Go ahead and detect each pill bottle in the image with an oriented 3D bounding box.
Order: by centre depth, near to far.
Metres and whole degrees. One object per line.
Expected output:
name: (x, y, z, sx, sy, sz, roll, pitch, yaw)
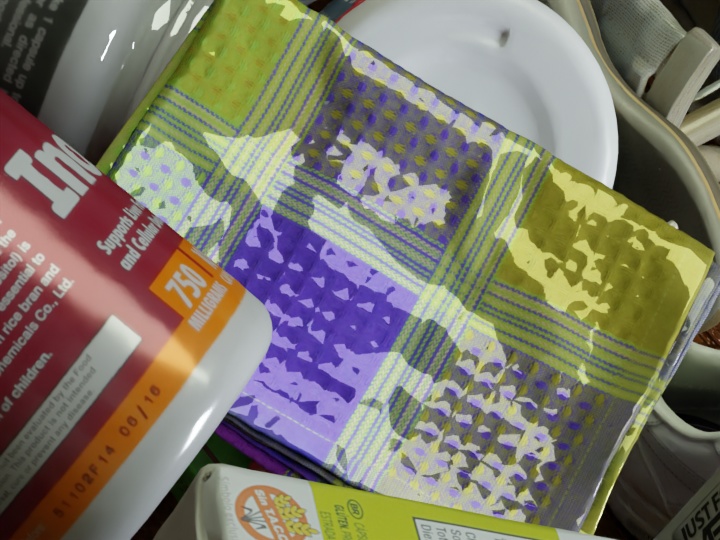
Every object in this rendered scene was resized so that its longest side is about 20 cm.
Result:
pill bottle: (-0.133, -0.004, 0.861, 0.200, 0.113, 0.113, 39, 30, -6)
pill bottle: (-0.135, -0.099, 1.106, 0.199, 0.114, 0.114, 26, 30, 2)
pill bottle: (0.026, -0.055, 1.131, 0.119, 0.120, 0.200, 25, 4, -7)

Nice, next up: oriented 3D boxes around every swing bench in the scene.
swing bench: (0.127, -0.125, 1.364, 0.199, 0.130, 0.199, -14, 51, -42)

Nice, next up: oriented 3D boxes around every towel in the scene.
towel: (0.008, 0.004, 0.951, 0.199, 0.023, 0.144, 32, 70, 2)

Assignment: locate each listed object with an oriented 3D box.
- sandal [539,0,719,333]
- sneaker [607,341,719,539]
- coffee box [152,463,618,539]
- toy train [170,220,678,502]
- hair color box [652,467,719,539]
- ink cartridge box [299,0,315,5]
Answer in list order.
sandal: (0.086, -0.056, 1.241, 0.054, 0.080, 0.201, -21, 78, -42)
sneaker: (0.173, 0.085, 1.076, 0.199, 0.100, 0.075, 24, 50, 25)
coffee box: (0.024, 0.198, 0.699, 0.197, 0.200, 0.201, 12, 41, -27)
toy train: (0.000, 0.000, 1.002, 0.200, 0.085, 0.116, -39, 92, -19)
hair color box: (0.182, 0.149, 0.988, 0.061, 0.102, 0.201, -9, 58, -42)
ink cartridge box: (-0.023, -0.204, 1.230, 0.144, 0.199, 0.148, -15, 80, -59)
